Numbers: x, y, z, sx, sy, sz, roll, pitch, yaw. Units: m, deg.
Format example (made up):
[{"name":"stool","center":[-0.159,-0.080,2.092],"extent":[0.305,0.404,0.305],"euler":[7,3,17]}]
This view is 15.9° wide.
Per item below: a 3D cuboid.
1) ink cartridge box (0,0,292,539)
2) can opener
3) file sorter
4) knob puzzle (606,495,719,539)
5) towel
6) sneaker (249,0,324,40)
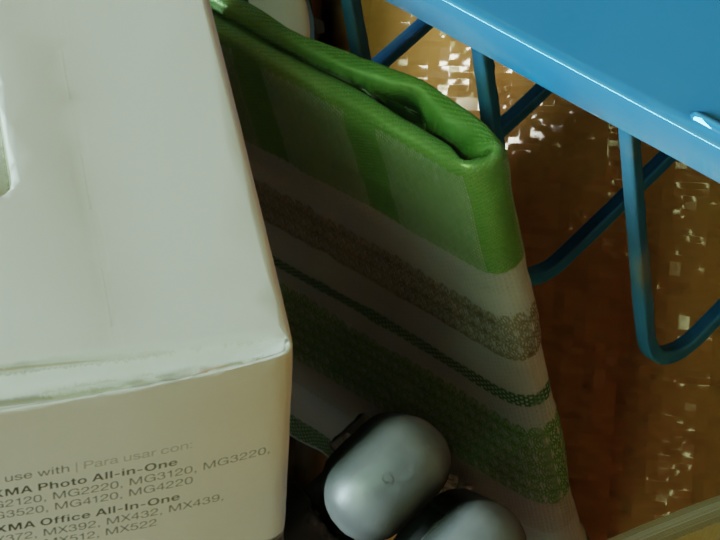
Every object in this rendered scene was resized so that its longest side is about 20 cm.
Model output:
[{"name":"ink cartridge box","center":[-0.071,0.028,0.653],"extent":[0.201,0.083,0.146],"euler":[96,163,-51]},{"name":"can opener","center":[0.006,0.070,0.671],"extent":[0.066,0.200,0.053],"euler":[-44,89,-7]},{"name":"file sorter","center":[0.076,-0.068,0.679],"extent":[0.199,0.123,0.139],"euler":[32,62,31]},{"name":"knob puzzle","center":[0.052,0.142,0.672],"extent":[0.030,0.219,0.221],"euler":[40,111,49]},{"name":"towel","center":[0.000,0.000,0.728],"extent":[0.149,0.201,0.031],"euler":[30,63,29]},{"name":"sneaker","center":[-0.089,-0.118,0.847],"extent":[0.200,0.072,0.072],"euler":[47,111,25]}]
